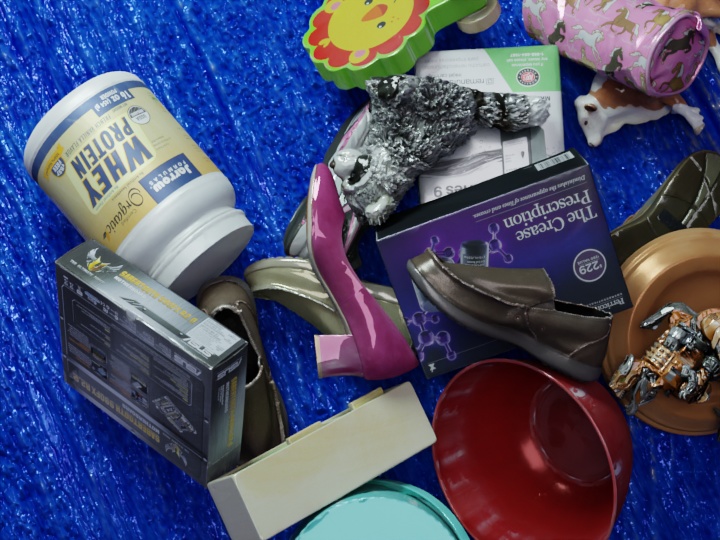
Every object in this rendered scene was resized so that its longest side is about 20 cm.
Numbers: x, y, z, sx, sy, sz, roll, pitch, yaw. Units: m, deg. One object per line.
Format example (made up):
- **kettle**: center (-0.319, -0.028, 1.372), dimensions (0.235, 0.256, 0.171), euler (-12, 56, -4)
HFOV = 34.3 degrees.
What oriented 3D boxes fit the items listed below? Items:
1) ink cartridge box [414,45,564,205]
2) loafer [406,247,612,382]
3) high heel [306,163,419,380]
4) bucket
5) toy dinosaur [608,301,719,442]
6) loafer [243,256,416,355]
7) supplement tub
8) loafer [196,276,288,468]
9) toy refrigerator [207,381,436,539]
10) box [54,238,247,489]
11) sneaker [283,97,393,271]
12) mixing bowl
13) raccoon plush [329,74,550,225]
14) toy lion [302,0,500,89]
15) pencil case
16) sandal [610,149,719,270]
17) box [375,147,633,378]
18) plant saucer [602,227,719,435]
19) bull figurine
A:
- **ink cartridge box**: center (0.128, -0.110, 1.150), dimensions (0.144, 0.084, 0.203), euler (-3, 82, 2)
- **loafer**: center (0.131, 0.023, 0.999), dimensions (0.198, 0.073, 0.072), euler (25, 102, -16)
- **high heel**: center (0.000, 0.000, 1.076), dimensions (0.095, 0.067, 0.203), euler (-4, 84, -3)
- **bucket**: center (0.017, 0.294, 1.067), dimensions (0.204, 0.135, 0.210), euler (0, 82, 2)
- **toy dinosaur**: center (0.329, 0.080, 1.057), dimensions (0.199, 0.102, 0.137), euler (-33, 81, 21)
- **loafer**: center (-0.022, 0.039, 1.138), dimensions (0.198, 0.076, 0.069), euler (14, 76, 3)
- **supplement tub**: center (-0.211, -0.075, 1.127), dimensions (0.144, 0.144, 0.200), euler (-42, 82, -4)
- **loafer**: center (-0.118, 0.110, 1.104), dimensions (0.072, 0.071, 0.202), euler (-15, 102, 1)
- **toy refrigerator**: center (-0.035, 0.174, 1.074), dimensions (0.199, 0.076, 0.071), euler (-24, 87, -29)
- **box**: center (-0.193, 0.086, 1.072), dimensions (0.199, 0.160, 0.048), euler (30, 45, 25)
- **sneaker**: center (0.001, -0.086, 1.167), dimensions (0.086, 0.080, 0.201), euler (30, 85, -14)
- **mixing bowl**: center (0.175, 0.163, 1.073), dimensions (0.108, 0.200, 0.202), euler (-19, 78, -44)
- **raccoon plush**: center (0.072, -0.103, 1.068), dimensions (0.197, 0.097, 0.136), euler (5, 89, 5)
- **toy lion**: center (0.030, -0.268, 1.155), dimensions (0.190, 0.069, 0.201), euler (-24, 45, 11)
- **pencil case**: center (0.242, -0.233, 1.118), dimensions (0.082, 0.087, 0.200), euler (-15, 35, -27)
- **sandal**: center (0.285, -0.036, 1.148), dimensions (0.082, 0.055, 0.201), euler (40, 86, -8)
- **box**: center (0.128, -0.006, 1.063), dimensions (0.198, 0.079, 0.142), euler (-20, 107, 6)
- **plant saucer**: center (0.325, 0.062, 1.115), dimensions (0.197, 0.037, 0.203), euler (-1, 97, -4)
- **bull figurine**: center (0.302, -0.202, 1.170), dimensions (0.121, 0.065, 0.201), euler (29, 86, 2)
